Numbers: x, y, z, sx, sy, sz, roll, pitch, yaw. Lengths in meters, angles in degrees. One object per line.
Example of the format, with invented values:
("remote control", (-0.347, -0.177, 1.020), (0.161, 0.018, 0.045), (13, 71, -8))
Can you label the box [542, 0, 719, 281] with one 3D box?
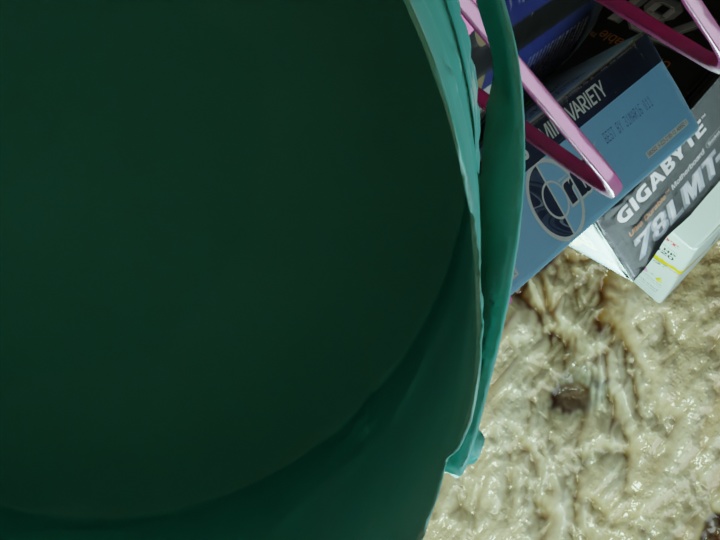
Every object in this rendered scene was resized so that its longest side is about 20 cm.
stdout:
("box", (0.099, -0.115, 1.112), (0.199, 0.200, 0.050), (-46, 134, -11))

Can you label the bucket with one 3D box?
("bucket", (-0.068, -0.018, 0.527), (0.208, 0.207, 0.135), (-50, -177, 14))

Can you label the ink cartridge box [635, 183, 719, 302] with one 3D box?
("ink cartridge box", (0.295, -0.088, 2.657), (0.145, 0.147, 0.200), (-47, 173, -14))

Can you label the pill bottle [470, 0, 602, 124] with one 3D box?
("pill bottle", (0.022, -0.105, 0.968), (0.112, 0.112, 0.200), (-53, 172, 31))

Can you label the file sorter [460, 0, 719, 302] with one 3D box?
("file sorter", (0.044, -0.111, 0.772), (0.200, 0.125, 0.139), (-49, 133, -3))

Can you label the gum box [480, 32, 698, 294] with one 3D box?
("gum box", (0.000, 0.000, 0.980), (0.199, 0.045, 0.170), (-25, -171, 41))
